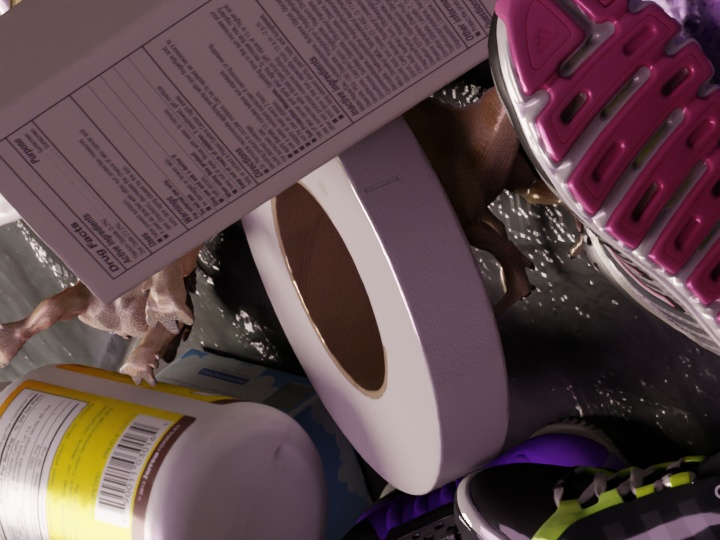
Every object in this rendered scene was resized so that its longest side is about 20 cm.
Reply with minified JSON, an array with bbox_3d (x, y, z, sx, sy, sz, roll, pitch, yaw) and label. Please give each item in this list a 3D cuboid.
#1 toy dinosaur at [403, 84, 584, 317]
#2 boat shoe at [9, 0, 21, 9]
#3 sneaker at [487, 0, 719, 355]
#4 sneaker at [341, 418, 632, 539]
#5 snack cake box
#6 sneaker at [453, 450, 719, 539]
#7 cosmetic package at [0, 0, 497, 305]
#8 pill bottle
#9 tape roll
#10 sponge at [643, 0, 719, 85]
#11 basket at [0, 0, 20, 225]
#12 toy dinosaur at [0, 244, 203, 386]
[{"bbox_3d":[0.049,-0.038,0.971,0.101,0.058,0.200,52,147,4],"label":"toy dinosaur"},{"bbox_3d":[-0.107,-0.178,0.967,0.067,0.072,0.201,-4,89,58],"label":"boat shoe"},{"bbox_3d":[0.106,-0.033,0.869,0.200,0.074,0.087,46,170,-23],"label":"sneaker"},{"bbox_3d":[0.050,0.133,1.084,0.070,0.099,0.200,57,144,-6],"label":"sneaker"},{"bbox_3d":[-0.046,0.150,1.251,0.115,0.067,0.201,11,128,43],"label":"snack cake box"},{"bbox_3d":[0.138,0.096,0.960,0.199,0.072,0.083,12,118,14],"label":"sneaker"},{"bbox_3d":[-0.050,-0.087,0.903,0.104,0.200,0.073,51,-167,-37],"label":"cosmetic package"},{"bbox_3d":[-0.117,0.106,1.141,0.200,0.109,0.110,9,127,45],"label":"pill bottle"},{"bbox_3d":[0.000,0.000,1.017,0.203,0.037,0.203,56,160,33],"label":"tape roll"},{"bbox_3d":[0.093,-0.157,0.833,0.200,0.030,0.112,43,146,15],"label":"sponge"},{"bbox_3d":[-0.155,-0.142,1.067,0.135,0.123,0.200,-20,105,55],"label":"basket"},{"bbox_3d":[-0.103,-0.020,1.125,0.086,0.136,0.200,28,134,-2],"label":"toy dinosaur"}]
